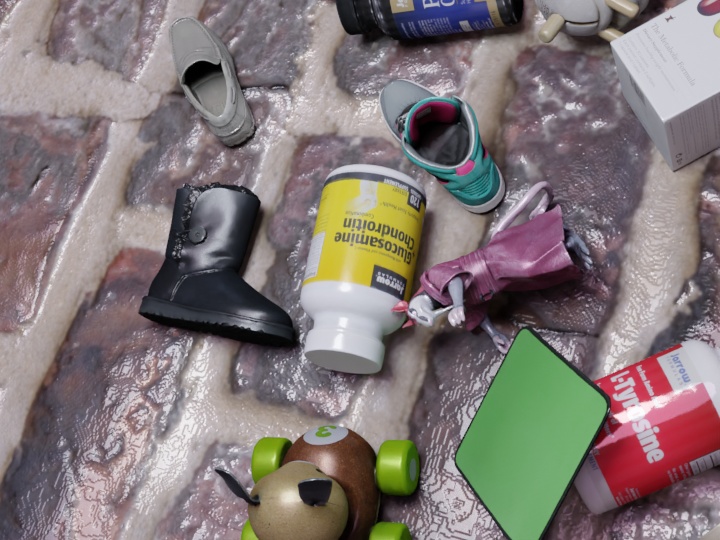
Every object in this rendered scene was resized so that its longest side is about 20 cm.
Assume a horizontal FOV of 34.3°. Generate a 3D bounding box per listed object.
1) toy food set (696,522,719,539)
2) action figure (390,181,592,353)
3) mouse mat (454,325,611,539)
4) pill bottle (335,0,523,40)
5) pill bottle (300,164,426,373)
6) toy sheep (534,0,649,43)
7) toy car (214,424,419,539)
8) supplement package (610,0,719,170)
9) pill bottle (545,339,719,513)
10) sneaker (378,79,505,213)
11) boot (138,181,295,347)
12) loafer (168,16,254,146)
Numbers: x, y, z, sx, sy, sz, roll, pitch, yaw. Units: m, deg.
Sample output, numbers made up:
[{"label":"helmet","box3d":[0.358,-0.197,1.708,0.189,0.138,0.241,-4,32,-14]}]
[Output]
[{"label":"toy food set","box3d":[0.413,0.229,1.003,0.200,0.060,0.144,-40,72,2]},{"label":"action figure","box3d":[0.120,-0.002,1.153,0.200,0.134,0.149,-20,66,4]},{"label":"mouse mat","box3d":[0.150,0.150,1.061,0.161,0.008,0.200,-64,22,10]},{"label":"pill bottle","box3d":[0.077,-0.321,1.320,0.200,0.112,0.112,-4,67,18]},{"label":"pill bottle","box3d":[0.000,0.000,1.212,0.112,0.112,0.200,3,70,21]},{"label":"toy sheep","box3d":[0.252,-0.311,1.244,0.138,0.138,0.200,26,60,27]},{"label":"toy car","box3d":[-0.053,0.207,1.093,0.164,0.200,0.158,-1,68,19]},{"label":"supplement package","box3d":[0.370,-0.211,1.168,0.200,0.110,0.114,-29,62,6]},{"label":"pill bottle","box3d":[0.278,0.132,1.055,0.200,0.112,0.112,-25,62,8]},{"label":"sneaker","box3d":[0.071,-0.156,1.247,0.084,0.121,0.200,-40,60,0]},{"label":"boot","box3d":[-0.142,-0.012,1.289,0.200,0.076,0.168,9,75,30]},{"label":"loafer","box3d":[-0.185,-0.239,1.405,0.070,0.070,0.200,-33,61,4]}]
